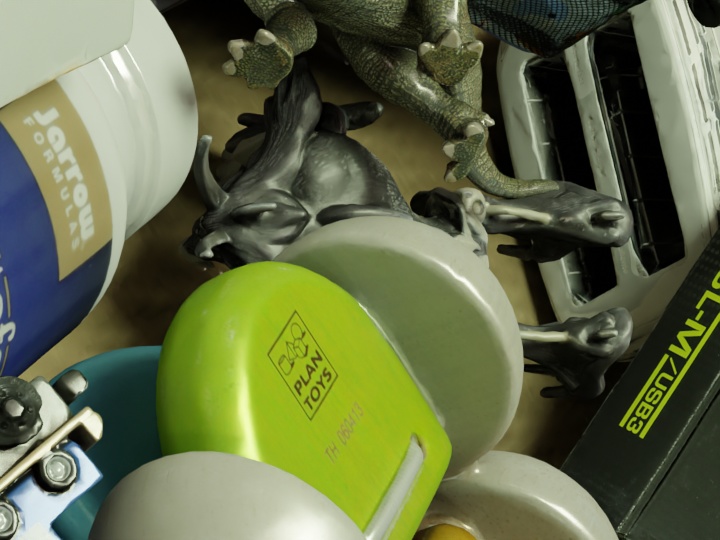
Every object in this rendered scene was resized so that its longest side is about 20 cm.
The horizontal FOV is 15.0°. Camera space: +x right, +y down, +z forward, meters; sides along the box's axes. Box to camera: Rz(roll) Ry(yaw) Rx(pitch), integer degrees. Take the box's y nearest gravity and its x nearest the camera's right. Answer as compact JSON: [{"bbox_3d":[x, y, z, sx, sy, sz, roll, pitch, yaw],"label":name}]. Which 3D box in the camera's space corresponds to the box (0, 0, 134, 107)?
[{"bbox_3d":[-0.176,-0.109,0.682,0.152,0.199,0.107,-35,139,-48],"label":"box"}]

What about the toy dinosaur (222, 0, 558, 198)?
[{"bbox_3d":[0.001,-0.089,0.815,0.199,0.077,0.103,24,35,-33],"label":"toy dinosaur"}]

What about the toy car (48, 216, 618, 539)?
[{"bbox_3d":[-0.023,0.094,0.770,0.201,0.149,0.175,64,33,-24],"label":"toy car"}]

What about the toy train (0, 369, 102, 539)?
[{"bbox_3d":[-0.130,0.094,0.647,0.046,0.034,0.200,47,62,-1],"label":"toy train"}]

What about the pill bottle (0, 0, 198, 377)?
[{"bbox_3d":[-0.135,-0.011,0.745,0.116,0.115,0.200,55,41,-8],"label":"pill bottle"}]

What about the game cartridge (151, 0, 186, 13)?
[{"bbox_3d":[-0.075,-0.159,0.951,0.200,0.038,0.130,-35,100,-49],"label":"game cartridge"}]

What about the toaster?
[{"bbox_3d":[0.134,-0.039,1.042,0.129,0.113,0.201,1,73,-41],"label":"toaster"}]

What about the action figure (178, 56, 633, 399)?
[{"bbox_3d":[0.000,0.000,0.891,0.199,0.102,0.120,11,65,-44],"label":"action figure"}]

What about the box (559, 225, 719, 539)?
[{"bbox_3d":[0.184,0.048,0.991,0.200,0.047,0.194,38,81,-41],"label":"box"}]

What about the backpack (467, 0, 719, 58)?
[{"bbox_3d":[0.015,-0.174,0.914,0.190,0.154,0.201,23,48,-46],"label":"backpack"}]
